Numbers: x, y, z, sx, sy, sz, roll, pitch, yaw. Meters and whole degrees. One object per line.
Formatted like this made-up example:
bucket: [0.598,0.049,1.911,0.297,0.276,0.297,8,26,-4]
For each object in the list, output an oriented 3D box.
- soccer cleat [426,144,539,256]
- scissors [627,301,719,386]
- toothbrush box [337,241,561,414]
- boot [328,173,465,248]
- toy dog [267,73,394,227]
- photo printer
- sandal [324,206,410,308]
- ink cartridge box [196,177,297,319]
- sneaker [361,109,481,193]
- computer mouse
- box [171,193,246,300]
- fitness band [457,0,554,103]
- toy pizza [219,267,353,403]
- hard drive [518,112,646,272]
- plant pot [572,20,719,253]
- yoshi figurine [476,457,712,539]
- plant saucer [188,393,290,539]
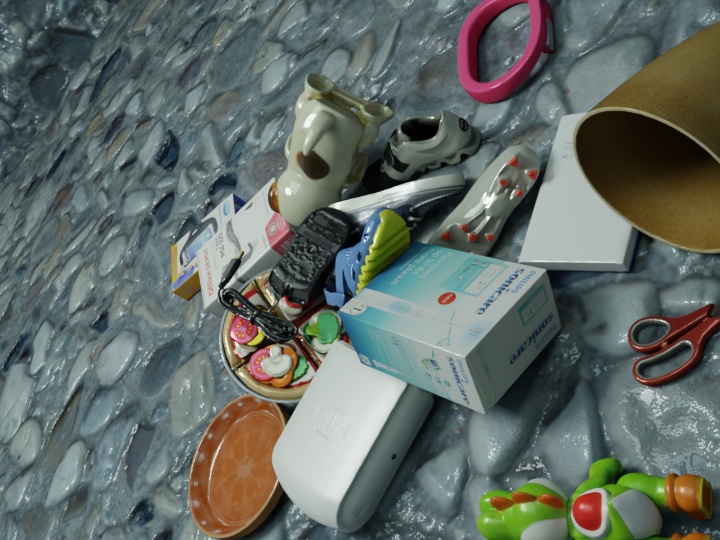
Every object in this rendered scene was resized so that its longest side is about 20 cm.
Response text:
soccer cleat: [0.151,-0.071,0.958,0.200,0.069,0.078,-51,9,17]
scissors: [0.342,0.043,0.717,0.199,0.014,0.073,-32,42,26]
toothbrush box: [0.097,0.055,0.856,0.146,0.086,0.199,-41,35,-26]
boot: [0.056,-0.069,1.056,0.199,0.073,0.091,-14,90,22]
toy dog: [-0.053,-0.153,1.113,0.194,0.139,0.201,-80,12,-61]
photo printer: [-0.019,0.202,0.932,0.166,0.069,0.201,25,83,51]
sandal: [0.000,0.000,0.967,0.087,0.079,0.201,41,133,27]
ink cartridge box: [-0.167,-0.028,1.233,0.200,0.085,0.146,-42,41,19]
sneaker: [0.065,-0.177,1.095,0.199,0.088,0.074,-24,50,36]
computer mouse: [-0.103,-0.006,1.043,0.140,0.046,0.201,24,75,18]
box: [-0.266,-0.049,1.385,0.200,0.041,0.119,-39,42,23]
fitness band: [0.203,-0.329,1.095,0.143,0.037,0.201,-23,49,35]
toy pizza: [-0.097,0.080,1.040,0.199,0.032,0.201,-3,66,6]
hard drive: [0.266,-0.094,0.876,0.131,0.025,0.201,2,65,47]
plant pot: [0.342,-0.152,0.739,0.200,0.187,0.186,-47,38,-11]
yoshi figurine: [0.208,0.230,0.684,0.199,0.112,0.113,-6,100,28]
plant saucer: [-0.164,0.271,1.065,0.200,0.032,0.201,-26,47,33]
